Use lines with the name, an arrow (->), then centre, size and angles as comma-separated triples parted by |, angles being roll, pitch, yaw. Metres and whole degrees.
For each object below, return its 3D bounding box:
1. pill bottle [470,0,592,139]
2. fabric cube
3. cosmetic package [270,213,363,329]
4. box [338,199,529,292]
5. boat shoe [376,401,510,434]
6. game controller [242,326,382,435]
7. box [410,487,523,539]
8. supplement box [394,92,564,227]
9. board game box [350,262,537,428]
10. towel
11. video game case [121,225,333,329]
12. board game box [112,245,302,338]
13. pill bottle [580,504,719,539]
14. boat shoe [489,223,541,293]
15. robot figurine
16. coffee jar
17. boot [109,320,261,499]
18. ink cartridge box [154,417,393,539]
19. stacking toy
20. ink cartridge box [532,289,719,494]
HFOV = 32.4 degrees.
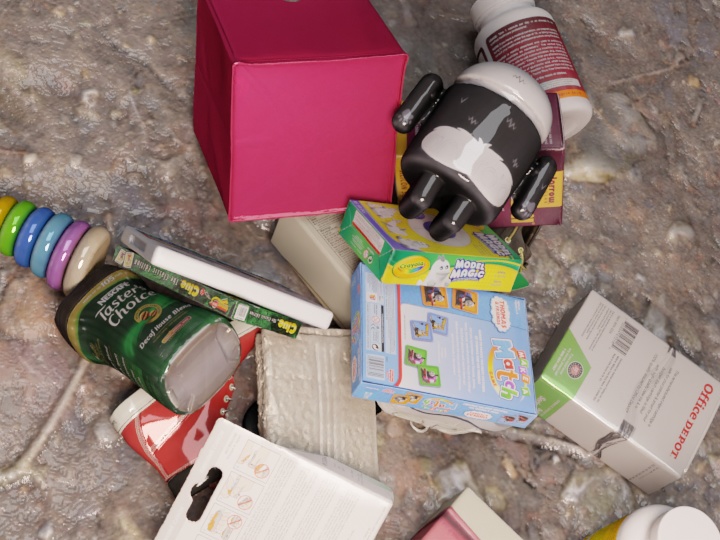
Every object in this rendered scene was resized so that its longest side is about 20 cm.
pill bottle -> 0.217, -0.268, 1.617 | 0.112, 0.113, 0.201 | -11, 70, -22
fabric cube -> -0.075, -0.196, 1.395 | 0.195, 0.201, 0.200 | -5, 36, -16
cosmetic package -> 0.000, 0.000, 1.419 | 0.103, 0.073, 0.200 | -25, 65, -36
box -> 0.089, -0.026, 1.377 | 0.199, 0.049, 0.117 | 6, 27, -33
boat shoe -> 0.092, 0.153, 1.400 | 0.201, 0.086, 0.075 | 12, 60, -46
game controller -> -0.037, 0.143, 1.380 | 0.104, 0.042, 0.200 | 45, 60, 6
box -> 0.070, 0.341, 1.270 | 0.109, 0.128, 0.200 | 43, 60, 6
supplement box -> 0.139, -0.127, 1.471 | 0.199, 0.131, 0.104 | -3, 47, 6
board game box -> 0.088, 0.080, 1.324 | 0.199, 0.037, 0.152 | 12, 52, -16
towel -> -0.047, 0.158, 1.323 | 0.132, 0.034, 0.201 | 5, 72, -22
video game case -> -0.146, 0.006, 1.316 | 0.199, 0.182, 0.023 | 21, 91, -22
board game box -> -0.164, 0.022, 1.308 | 0.105, 0.199, 0.024 | 25, 88, -50
pill bottle -> 0.301, 0.312, 1.318 | 0.104, 0.200, 0.105 | 7, 63, -14
boat shoe -> 0.181, -0.031, 1.508 | 0.060, 0.072, 0.202 | 12, 56, 22
robot figurine -> 0.121, -0.129, 1.327 | 0.200, 0.124, 0.150 | -56, 134, -16
coffee jar -> -0.224, 0.066, 1.279 | 0.199, 0.086, 0.104 | 22, 57, 38
boot -> -0.147, 0.150, 1.327 | 0.200, 0.072, 0.144 | -41, 83, -21
ink cartridge box -> -0.089, 0.254, 1.255 | 0.199, 0.050, 0.162 | 28, 97, -6
stacking toy -> -0.377, -0.046, 1.342 | 0.199, 0.085, 0.086 | 25, 60, 0
ink cartridge box -> 0.309, 0.145, 1.467 | 0.200, 0.084, 0.146 | 36, 60, 2
